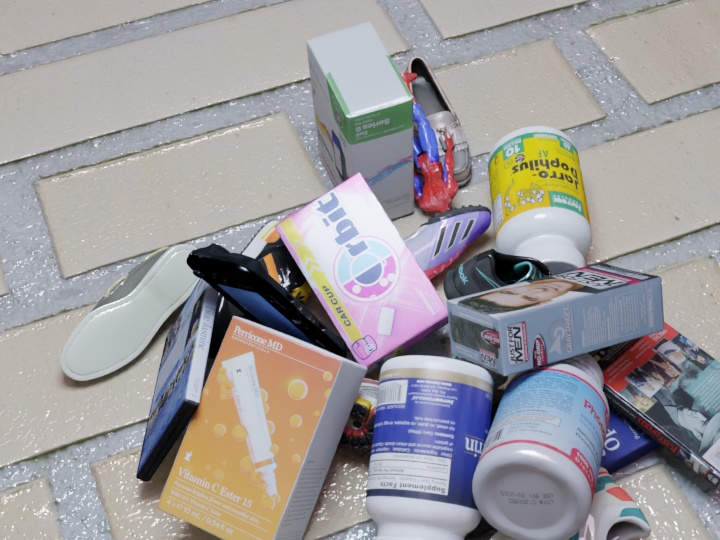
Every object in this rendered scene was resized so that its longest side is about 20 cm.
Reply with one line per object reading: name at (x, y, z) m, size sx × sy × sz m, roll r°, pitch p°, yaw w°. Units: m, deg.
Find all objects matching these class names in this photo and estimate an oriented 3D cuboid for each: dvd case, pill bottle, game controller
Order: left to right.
dvd case at (-0.188, 0.102, 1.157) m, size 0.017 × 0.143 × 0.201 m, roll 21°, pitch 40°, yaw -17°
game controller at (-0.093, 0.039, 1.141) m, size 0.104 × 0.200 × 0.042 m, roll 22°, pitch 74°, yaw 44°
pill bottle at (0.065, 0.192, 1.077) m, size 0.115 × 0.116 × 0.201 m, roll 6°, pitch 74°, yaw 6°
pill bottle at (0.212, -0.064, 1.304) m, size 0.112 × 0.113 × 0.201 m, roll -1°, pitch 52°, yaw 1°
pill bottle at (0.181, 0.159, 1.067) m, size 0.108 × 0.109 × 0.200 m, roll 14°, pitch 33°, yaw 13°
dvd case at (0.333, 0.126, 1.178) m, size 0.200 × 0.022 × 0.146 m, roll 38°, pitch 46°, yaw 23°

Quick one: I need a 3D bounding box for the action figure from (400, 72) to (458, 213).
action figure at (0.082, -0.145, 1.379) m, size 0.065 × 0.052 × 0.201 m, roll -26°, pitch 76°, yaw 31°

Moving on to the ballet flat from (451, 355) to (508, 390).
ballet flat at (0.132, 0.088, 1.220) m, size 0.071 × 0.069 × 0.201 m, roll 12°, pitch 49°, yaw 5°

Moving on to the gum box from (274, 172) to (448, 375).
gum box at (0.000, 0.000, 1.229) m, size 0.113 × 0.066 × 0.201 m, roll -32°, pitch 79°, yaw -3°

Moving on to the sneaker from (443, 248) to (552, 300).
sneaker at (0.190, 0.036, 1.208) m, size 0.199 × 0.079 × 0.076 m, roll 21°, pitch 44°, yaw -21°

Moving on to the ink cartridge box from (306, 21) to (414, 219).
ink cartridge box at (0.003, -0.172, 1.341) m, size 0.087 × 0.200 × 0.146 m, roll -19°, pitch 54°, yaw -9°

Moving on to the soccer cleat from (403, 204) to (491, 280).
soccer cleat at (0.076, -0.013, 1.304) m, size 0.199 × 0.068 × 0.073 m, roll -24°, pitch 67°, yaw -14°

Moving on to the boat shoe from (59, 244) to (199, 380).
boat shoe at (-0.262, 0.046, 1.265) m, size 0.202 × 0.072 × 0.060 m, roll -44°, pitch 21°, yaw -15°

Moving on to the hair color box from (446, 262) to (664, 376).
hair color box at (0.199, 0.046, 1.125) m, size 0.199 × 0.061 × 0.099 m, roll -13°, pitch 14°, yaw -25°

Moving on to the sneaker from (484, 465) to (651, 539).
sneaker at (0.194, 0.273, 1.065) m, size 0.199 × 0.071 × 0.093 m, roll -30°, pitch 51°, yaw -23°

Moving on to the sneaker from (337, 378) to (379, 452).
sneaker at (-0.055, 0.138, 1.190) m, size 0.199 × 0.078 × 0.082 m, roll 13°, pitch 29°, yaw 15°

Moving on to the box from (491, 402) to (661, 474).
box at (0.225, 0.167, 1.174) m, size 0.199 × 0.032 × 0.121 m, roll -25°, pitch 55°, yaw -16°

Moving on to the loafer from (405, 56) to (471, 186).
loafer at (0.093, -0.197, 1.444) m, size 0.071 × 0.063 × 0.201 m, roll -13°, pitch 52°, yaw -8°

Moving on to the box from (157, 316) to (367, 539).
box at (-0.094, 0.163, 1.089) m, size 0.124 × 0.097 × 0.201 m, roll 20°, pitch 86°, yaw 17°

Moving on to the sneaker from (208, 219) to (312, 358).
sneaker at (-0.106, 0.025, 1.270) m, size 0.090 × 0.070 × 0.200 m, roll 17°, pitch 52°, yaw 19°
